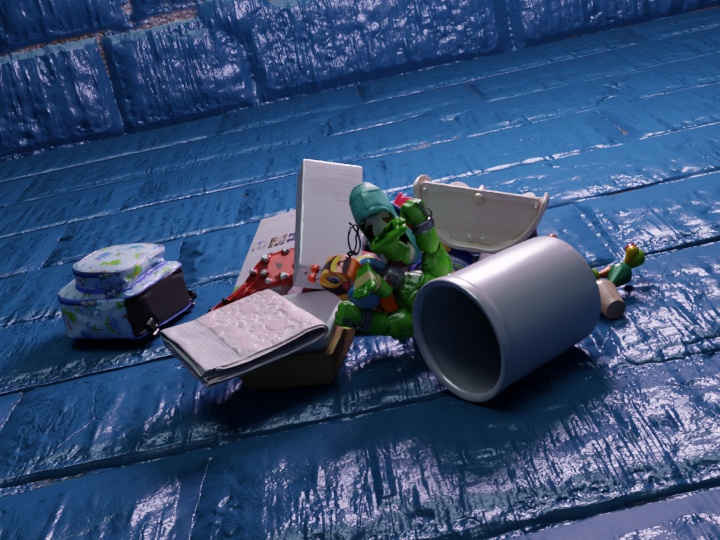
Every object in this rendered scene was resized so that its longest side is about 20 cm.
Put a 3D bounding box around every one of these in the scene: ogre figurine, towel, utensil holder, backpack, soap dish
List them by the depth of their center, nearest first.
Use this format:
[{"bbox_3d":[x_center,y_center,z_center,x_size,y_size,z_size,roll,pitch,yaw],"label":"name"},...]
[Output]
[{"bbox_3d":[0.198,0.058,1.477,0.200,0.170,0.170,-24,23,-33],"label":"utensil holder"},{"bbox_3d":[0.058,0.012,1.534,0.098,0.120,0.200,-15,46,49],"label":"ogre figurine"},{"bbox_3d":[-0.169,0.089,1.572,0.191,0.032,0.200,-22,24,-22],"label":"towel"},{"bbox_3d":[-0.091,0.103,1.651,0.157,0.081,0.200,-7,21,15],"label":"soap dish"},{"bbox_3d":[-0.423,0.036,1.936,0.199,0.147,0.183,-6,18,25],"label":"backpack"}]

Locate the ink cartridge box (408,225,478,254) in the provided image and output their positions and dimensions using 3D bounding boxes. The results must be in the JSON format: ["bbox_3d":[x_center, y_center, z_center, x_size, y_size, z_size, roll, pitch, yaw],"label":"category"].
[{"bbox_3d":[0.112,-0.052,1.873,0.173,0.044,0.200,-9,-11,14],"label":"ink cartridge box"}]

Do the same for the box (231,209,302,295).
[{"bbox_3d":[-0.141,-0.018,1.905,0.144,0.036,0.200,-14,44,38],"label":"box"}]

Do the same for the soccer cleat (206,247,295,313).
[{"bbox_3d":[-0.159,0.041,1.782,0.200,0.085,0.069,-42,59,-9],"label":"soccer cleat"}]

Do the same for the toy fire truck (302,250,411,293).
[{"bbox_3d":[0.000,0.000,1.838,0.167,0.113,0.200,11,14,8],"label":"toy fire truck"}]

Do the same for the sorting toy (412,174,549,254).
[{"bbox_3d":[0.193,-0.098,1.707,0.199,0.107,0.180,10,23,14],"label":"sorting toy"}]

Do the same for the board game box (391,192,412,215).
[{"bbox_3d":[0.093,-0.116,2.039,0.039,0.158,0.200,-59,31,-1],"label":"board game box"}]

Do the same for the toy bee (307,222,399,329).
[{"bbox_3d":[-0.014,0.011,1.614,0.108,0.201,0.131,-5,26,28],"label":"toy bee"}]

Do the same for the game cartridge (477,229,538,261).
[{"bbox_3d":[0.236,-0.030,1.781,0.038,0.130,0.200,31,22,-6],"label":"game cartridge"}]

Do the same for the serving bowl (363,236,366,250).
[{"bbox_3d":[-0.080,-0.029,2.024,0.199,0.066,0.200,-11,19,4],"label":"serving bowl"}]

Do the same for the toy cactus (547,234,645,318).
[{"bbox_3d":[0.347,0.011,1.648,0.199,0.103,0.165,-8,28,-13],"label":"toy cactus"}]

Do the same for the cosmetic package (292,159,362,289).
[{"bbox_3d":[-0.051,-0.070,1.737,0.101,0.074,0.201,7,61,-9],"label":"cosmetic package"}]

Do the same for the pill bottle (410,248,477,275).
[{"bbox_3d":[0.129,0.022,1.696,0.112,0.112,0.200,-9,21,8],"label":"pill bottle"}]

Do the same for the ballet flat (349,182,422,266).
[{"bbox_3d":[0.039,-0.044,1.600,0.067,0.200,0.071,-23,49,12],"label":"ballet flat"}]

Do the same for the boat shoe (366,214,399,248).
[{"bbox_3d":[0.048,-0.070,2.064,0.068,0.075,0.200,15,0,-18],"label":"boat shoe"}]
